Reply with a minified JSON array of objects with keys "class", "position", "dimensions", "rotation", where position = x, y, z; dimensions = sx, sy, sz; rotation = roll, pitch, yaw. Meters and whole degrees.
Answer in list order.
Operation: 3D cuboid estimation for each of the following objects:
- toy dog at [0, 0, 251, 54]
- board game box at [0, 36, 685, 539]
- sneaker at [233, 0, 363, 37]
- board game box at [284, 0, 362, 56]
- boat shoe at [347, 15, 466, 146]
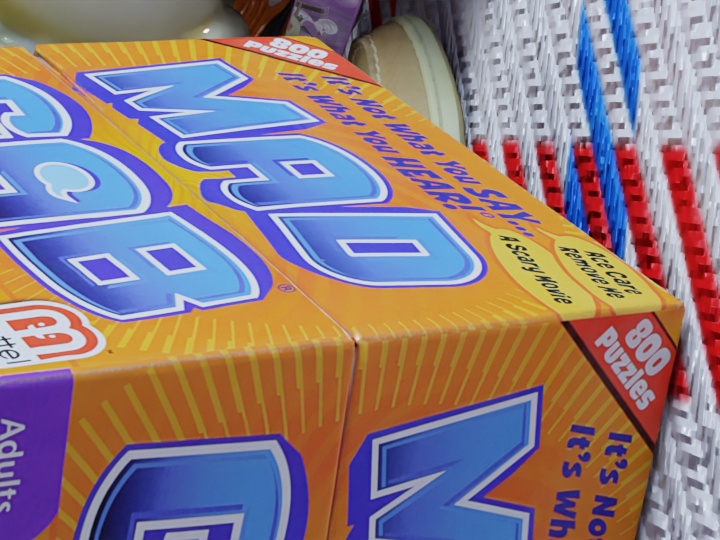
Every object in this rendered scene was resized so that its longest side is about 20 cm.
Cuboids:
[{"class":"toy dog","position":[-0.064,-0.155,0.898],"dimensions":[0.201,0.139,0.194],"rotation":[-65,-8,20]},{"class":"board game box","position":[-0.064,0.065,0.678],"dimensions":[0.200,0.199,0.201],"rotation":[39,127,50]},{"class":"sneaker","position":[-0.032,-0.091,1.036],"dimensions":[0.092,0.075,0.202],"rotation":[-11,-67,-57]},{"class":"board game box","position":[0.007,-0.150,0.890],"dimensions":[0.200,0.032,0.121],"rotation":[114,180,-60]},{"class":"boat shoe","position":[-0.001,0.002,0.864],"dimensions":[0.073,0.063,0.202],"rotation":[126,147,-69]}]
